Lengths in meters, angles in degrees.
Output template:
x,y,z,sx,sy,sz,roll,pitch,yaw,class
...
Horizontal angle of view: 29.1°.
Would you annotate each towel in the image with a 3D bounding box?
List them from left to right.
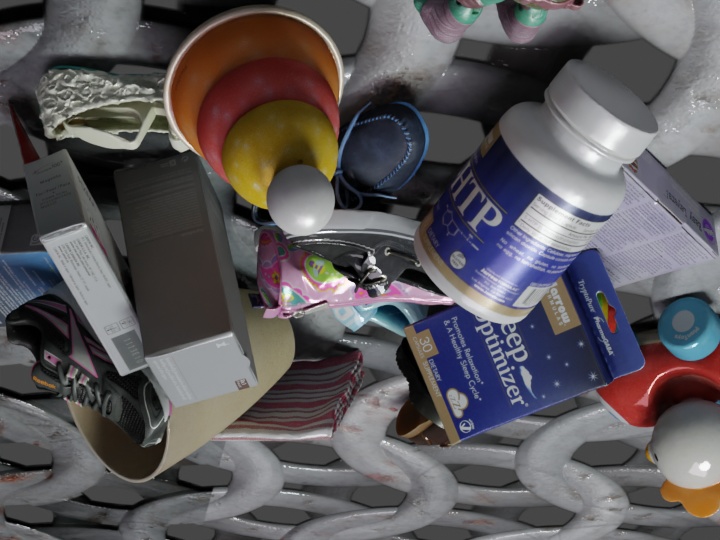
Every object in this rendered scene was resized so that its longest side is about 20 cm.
x,y,z,sx,sy,sz,roll,pitch,yaw,class
-0.081,0.135,1.500,0.145,0.200,0.030,-3,106,12,towel

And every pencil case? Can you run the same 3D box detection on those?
x,y,z,sx,sy,sz,roll,pitch,yaw,class
0.000,0.000,1.283,0.199,0.088,0.088,-4,154,-19,pencil case

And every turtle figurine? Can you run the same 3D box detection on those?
x,y,z,sx,sy,sz,roll,pitch,yaw,class
0.121,-0.219,0.927,0.149,0.101,0.200,14,154,-18,turtle figurine

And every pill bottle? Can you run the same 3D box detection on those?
x,y,z,sx,sy,sz,roll,pitch,yaw,class
0.143,-0.065,1.120,0.119,0.120,0.200,21,121,-28,pill bottle

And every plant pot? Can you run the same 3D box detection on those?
x,y,z,sx,sy,sz,roll,pitch,yaw,class
-0.170,0.092,1.398,0.199,0.188,0.187,-18,168,-41,plant pot

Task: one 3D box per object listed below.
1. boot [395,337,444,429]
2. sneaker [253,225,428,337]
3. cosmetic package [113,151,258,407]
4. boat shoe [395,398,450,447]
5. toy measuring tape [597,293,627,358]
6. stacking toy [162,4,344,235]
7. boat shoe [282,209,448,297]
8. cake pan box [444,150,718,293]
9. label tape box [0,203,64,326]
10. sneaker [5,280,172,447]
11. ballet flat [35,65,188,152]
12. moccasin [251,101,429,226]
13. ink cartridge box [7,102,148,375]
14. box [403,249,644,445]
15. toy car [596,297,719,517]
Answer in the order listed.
x,y,z,sx,sy,sz,roll,pitch,yaw,class
0.115,0.063,1.419,0.079,0.211,0.158,30,102,-13,boot
-0.014,0.012,1.352,0.199,0.082,0.074,18,146,-24,sneaker
-0.155,0.007,1.232,0.090,0.201,0.107,-13,147,2,cosmetic package
0.117,0.159,1.609,0.070,0.071,0.200,23,154,-19,boat shoe
0.226,0.047,1.364,0.073,0.074,0.200,6,180,-5,toy measuring tape
-0.063,-0.091,1.033,0.145,0.200,0.147,-10,133,-11,stacking toy
0.016,-0.009,1.189,0.070,0.067,0.199,-9,166,44,boat shoe
0.204,-0.043,1.266,0.184,0.053,0.200,-18,144,36,cake pan box
-0.370,-0.001,1.385,0.199,0.064,0.144,-3,149,11,label tape box
-0.257,0.097,1.276,0.086,0.200,0.081,-22,140,-40,sneaker
-0.170,-0.127,1.144,0.199,0.072,0.072,2,150,2,ballet flat
-0.020,-0.076,1.185,0.068,0.081,0.200,-25,173,-43,moccasin
-0.240,-0.031,1.212,0.043,0.174,0.200,-20,141,-2,ink cartridge box
0.149,0.071,1.280,0.199,0.122,0.032,-25,175,24,box
0.334,0.163,1.459,0.176,0.201,0.184,-14,146,28,toy car
